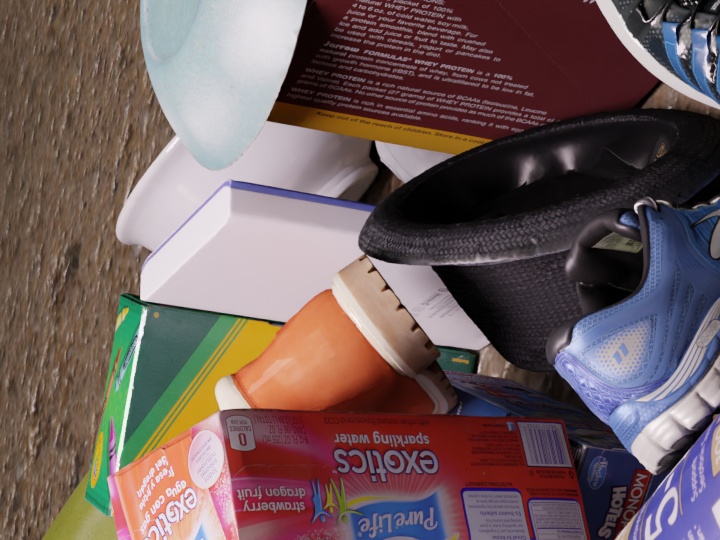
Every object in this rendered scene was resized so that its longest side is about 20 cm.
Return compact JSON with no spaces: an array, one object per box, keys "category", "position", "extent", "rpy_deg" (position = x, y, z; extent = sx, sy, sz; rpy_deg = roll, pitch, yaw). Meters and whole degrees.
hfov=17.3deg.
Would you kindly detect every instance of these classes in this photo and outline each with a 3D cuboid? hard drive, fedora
[{"category":"hard drive","position":[0.000,0.000,1.248],"extent":[0.132,0.200,0.025],"rpy_deg":[142,133,-58]},{"category":"fedora","position":[0.096,-0.008,1.127],"extent":[0.201,0.200,0.092],"rpy_deg":[17,128,67]}]

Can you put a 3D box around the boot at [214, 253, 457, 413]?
[{"category":"boot","position":[-0.015,0.057,1.149],"extent":[0.075,0.107,0.200],"rpy_deg":[51,180,15]}]

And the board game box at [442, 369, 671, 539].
[{"category":"board game box","position":[0.072,0.139,1.206],"extent":[0.200,0.062,0.200],"rpy_deg":[-129,52,-61]}]

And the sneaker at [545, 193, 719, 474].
[{"category":"sneaker","position":[0.141,-0.008,0.984],"extent":[0.200,0.089,0.079],"rpy_deg":[-48,-6,-44]}]

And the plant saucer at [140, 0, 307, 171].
[{"category":"plant saucer","position":[-0.075,-0.151,1.181],"extent":[0.201,0.039,0.201],"rpy_deg":[-172,90,-68]}]

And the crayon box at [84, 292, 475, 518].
[{"category":"crayon box","position":[-0.045,0.087,1.323],"extent":[0.058,0.200,0.119],"rpy_deg":[-163,83,-68]}]

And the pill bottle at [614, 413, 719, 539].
[{"category":"pill bottle","position":[0.159,0.129,0.929],"extent":[0.200,0.120,0.120],"rpy_deg":[122,148,-42]}]

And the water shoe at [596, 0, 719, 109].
[{"category":"water shoe","position":[0.170,-0.096,0.965],"extent":[0.200,0.071,0.079],"rpy_deg":[46,168,25]}]

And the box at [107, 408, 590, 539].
[{"category":"box","position":[0.000,0.123,1.048],"extent":[0.095,0.200,0.100],"rpy_deg":[-33,62,46]}]

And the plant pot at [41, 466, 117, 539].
[{"category":"plant pot","position":[-0.126,0.202,1.521],"extent":[0.200,0.200,0.193],"rpy_deg":[19,87,67]}]

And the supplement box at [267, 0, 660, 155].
[{"category":"supplement box","position":[0.060,-0.166,1.172],"extent":[0.200,0.197,0.133],"rpy_deg":[131,142,-53]}]

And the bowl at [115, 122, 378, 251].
[{"category":"bowl","position":[-0.053,-0.062,1.491],"extent":[0.201,0.090,0.201],"rpy_deg":[-45,-6,-6]}]

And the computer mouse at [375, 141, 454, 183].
[{"category":"computer mouse","position":[0.041,-0.088,1.343],"extent":[0.110,0.044,0.200],"rpy_deg":[-33,40,2]}]
